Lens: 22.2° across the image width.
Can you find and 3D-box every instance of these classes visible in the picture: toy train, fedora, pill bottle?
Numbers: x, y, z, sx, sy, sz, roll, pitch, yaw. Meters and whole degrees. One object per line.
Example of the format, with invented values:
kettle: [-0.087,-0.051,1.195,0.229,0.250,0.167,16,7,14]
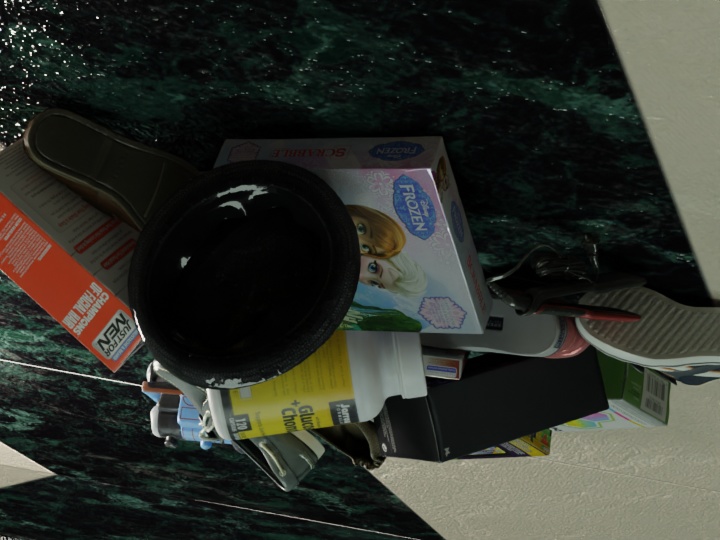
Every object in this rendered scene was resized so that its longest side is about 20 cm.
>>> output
toy train: [-0.151,0.147,2.069,0.198,0.115,0.087,3,160,14]
fedora: [-0.090,0.008,1.523,0.199,0.202,0.092,5,170,12]
pill bottle: [-0.041,0.090,1.705,0.198,0.113,0.112,-8,160,2]

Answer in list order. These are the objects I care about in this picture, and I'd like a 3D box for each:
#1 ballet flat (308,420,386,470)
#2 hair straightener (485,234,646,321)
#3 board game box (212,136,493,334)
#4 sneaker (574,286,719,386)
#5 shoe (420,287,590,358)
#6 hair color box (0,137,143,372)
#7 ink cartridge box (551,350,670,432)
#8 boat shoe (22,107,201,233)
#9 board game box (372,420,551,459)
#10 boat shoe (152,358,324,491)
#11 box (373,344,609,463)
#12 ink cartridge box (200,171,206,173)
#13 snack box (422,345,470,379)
ballet flat: [-0.021,0.166,1.896,0.067,0.047,0.200,-3,158,25]
hair straightener: [0.187,0.004,1.650,0.199,0.078,0.041,5,-173,-41]
board game box: [-0.004,-0.028,1.577,0.198,0.041,0.201,0,136,23]
sneaker: [0.295,0.068,1.768,0.198,0.079,0.080,10,155,-8]
shoe: [0.125,0.049,1.798,0.199,0.072,0.091,10,179,32]
hair color box: [-0.248,-0.017,1.579,0.200,0.111,0.064,42,116,0]
ink cartridge box: [0.229,0.134,2.012,0.199,0.060,0.104,-6,156,37]
boat shoe: [-0.197,-0.077,1.577,0.199,0.072,0.068,35,170,-13]
board game box: [0.109,0.168,2.169,0.164,0.057,0.200,-7,155,34]
boat shoe: [-0.133,0.149,1.848,0.199,0.062,0.073,33,165,3]
box: [0.128,0.130,1.861,0.199,0.080,0.141,-15,-174,-24]
ink cartridge box: [-0.150,-0.014,1.724,0.144,0.084,0.200,-2,158,25]
snack box: [0.073,0.080,1.859,0.071,0.025,0.200,6,-173,6]
